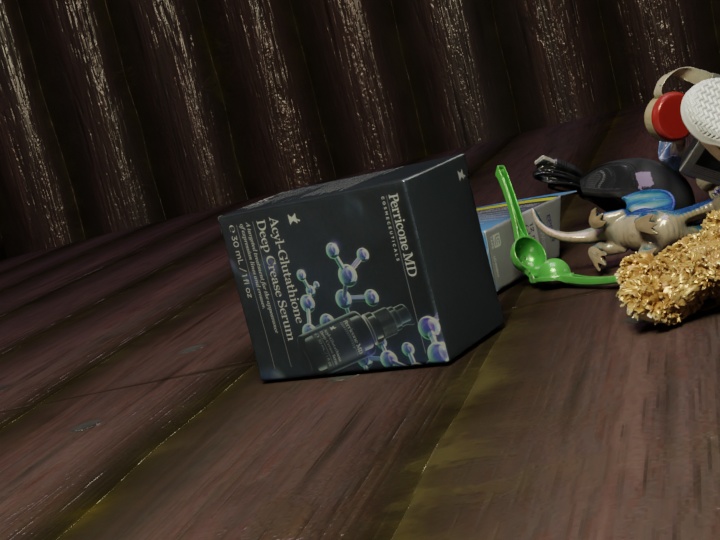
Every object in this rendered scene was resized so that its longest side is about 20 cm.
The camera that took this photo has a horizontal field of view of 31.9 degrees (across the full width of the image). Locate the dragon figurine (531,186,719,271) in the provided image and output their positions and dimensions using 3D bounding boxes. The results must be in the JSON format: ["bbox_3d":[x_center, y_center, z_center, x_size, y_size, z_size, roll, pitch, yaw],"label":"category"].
[{"bbox_3d":[0.261,-0.040,1.168,0.198,0.060,0.099,0,14,46],"label":"dragon figurine"}]

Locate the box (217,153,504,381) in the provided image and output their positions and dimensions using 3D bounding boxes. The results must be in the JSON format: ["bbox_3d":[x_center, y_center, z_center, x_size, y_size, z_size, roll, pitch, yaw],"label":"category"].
[{"bbox_3d":[0.000,0.000,1.060,0.198,0.151,0.107,-9,10,35],"label":"box"}]

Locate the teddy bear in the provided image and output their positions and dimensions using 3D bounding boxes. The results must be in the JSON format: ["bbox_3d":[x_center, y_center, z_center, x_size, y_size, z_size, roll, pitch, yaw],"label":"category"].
[{"bbox_3d":[0.282,-0.012,0.926,0.197,0.068,0.145,-10,12,29],"label":"teddy bear"}]

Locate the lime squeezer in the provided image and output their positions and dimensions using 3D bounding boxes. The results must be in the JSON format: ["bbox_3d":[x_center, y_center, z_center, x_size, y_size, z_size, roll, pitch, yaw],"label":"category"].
[{"bbox_3d":[0.177,-0.017,1.168,0.037,0.071,0.200,10,27,-35],"label":"lime squeezer"}]

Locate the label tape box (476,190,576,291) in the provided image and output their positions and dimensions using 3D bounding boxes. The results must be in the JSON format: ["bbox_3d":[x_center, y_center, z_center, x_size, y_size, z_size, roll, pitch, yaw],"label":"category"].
[{"bbox_3d":[0.127,-0.026,1.307,0.142,0.067,0.199,-8,8,38],"label":"label tape box"}]

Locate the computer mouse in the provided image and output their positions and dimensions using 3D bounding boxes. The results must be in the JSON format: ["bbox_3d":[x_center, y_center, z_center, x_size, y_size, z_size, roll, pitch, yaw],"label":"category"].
[{"bbox_3d":[0.284,-0.093,1.339,0.137,0.053,0.200,22,-1,-24],"label":"computer mouse"}]

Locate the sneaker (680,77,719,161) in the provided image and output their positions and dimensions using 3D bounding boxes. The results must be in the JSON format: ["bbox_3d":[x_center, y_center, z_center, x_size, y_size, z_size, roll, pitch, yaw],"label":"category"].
[{"bbox_3d":[0.312,-0.074,1.001,0.198,0.076,0.115,24,-29,-19],"label":"sneaker"}]

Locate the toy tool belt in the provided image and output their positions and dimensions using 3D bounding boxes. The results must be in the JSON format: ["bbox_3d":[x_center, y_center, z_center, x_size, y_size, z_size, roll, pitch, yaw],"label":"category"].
[{"bbox_3d":[0.355,-0.134,1.262,0.197,0.127,0.123,11,3,-15],"label":"toy tool belt"}]

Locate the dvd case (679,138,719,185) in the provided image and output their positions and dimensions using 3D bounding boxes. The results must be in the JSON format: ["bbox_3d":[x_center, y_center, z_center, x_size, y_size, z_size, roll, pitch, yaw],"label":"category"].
[{"bbox_3d":[0.360,-0.109,1.022,0.148,0.025,0.200,19,-21,4],"label":"dvd case"}]
